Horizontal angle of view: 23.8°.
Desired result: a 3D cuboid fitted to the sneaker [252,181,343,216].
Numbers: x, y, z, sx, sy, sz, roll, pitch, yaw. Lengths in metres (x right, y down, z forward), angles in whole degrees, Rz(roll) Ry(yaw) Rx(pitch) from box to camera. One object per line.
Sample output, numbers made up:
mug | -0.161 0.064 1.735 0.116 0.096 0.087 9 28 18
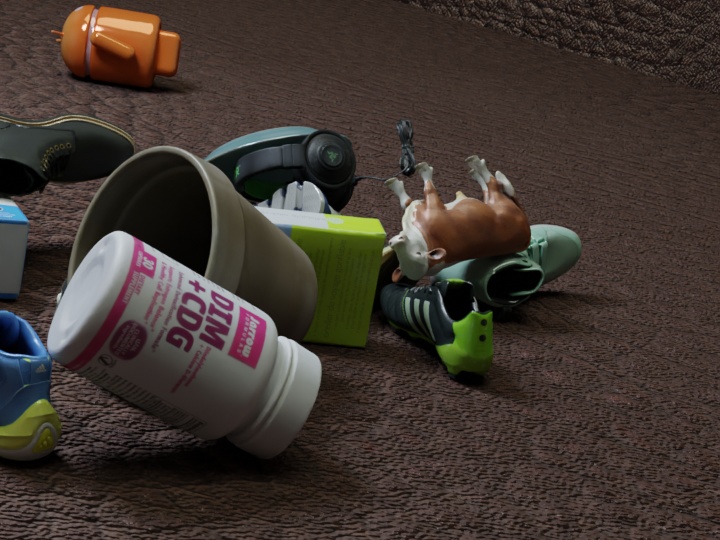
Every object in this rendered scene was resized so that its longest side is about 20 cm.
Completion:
sneaker | -0.088 -0.032 1.846 0.198 0.082 0.115 -7 -25 37

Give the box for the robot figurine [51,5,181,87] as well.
robot figurine | -0.381 -0.351 2.664 0.197 0.117 0.145 8 41 -4

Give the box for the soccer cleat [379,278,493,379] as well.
soccer cleat | 0.080 0.040 1.704 0.067 0.082 0.200 1 19 -26

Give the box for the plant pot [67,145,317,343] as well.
plant pot | -0.137 0.009 1.531 0.173 0.202 0.199 20 5 -46

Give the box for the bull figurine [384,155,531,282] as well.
bull figurine | 0.094 -0.053 1.804 0.198 0.123 0.065 -7 -19 -38

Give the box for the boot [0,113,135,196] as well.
boot | -0.315 -0.106 1.754 0.198 0.078 0.138 0 23 -25

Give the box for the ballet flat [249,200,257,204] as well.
ballet flat | -0.078 -0.045 1.921 0.198 0.072 0.071 17 18 21

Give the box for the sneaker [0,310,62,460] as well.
sneaker | -0.304 0.069 1.352 0.199 0.106 0.075 22 21 34

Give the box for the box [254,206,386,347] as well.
box | -0.083 0.004 1.661 0.197 0.123 0.048 6 20 -12

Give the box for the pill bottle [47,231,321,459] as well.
pill bottle | -0.136 0.064 1.352 0.199 0.114 0.113 30 9 -22

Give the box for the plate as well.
plate | -0.107 -0.125 1.910 0.198 0.026 0.200 -14 -13 -3

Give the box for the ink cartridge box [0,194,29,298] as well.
ink cartridge box | -0.425 -0.045 1.694 0.144 0.085 0.200 3 17 -25

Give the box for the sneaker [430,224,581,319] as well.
sneaker | 0.189 0.003 1.893 0.199 0.075 0.118 -13 19 -30

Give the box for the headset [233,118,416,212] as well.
headset | -0.039 -0.118 1.847 0.197 0.095 0.124 -2 -16 -2

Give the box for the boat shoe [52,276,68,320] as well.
boat shoe | -0.253 0.029 1.619 0.067 0.072 0.200 -26 17 17

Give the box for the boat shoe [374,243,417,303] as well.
boat shoe | 0.000 0.000 1.805 0.064 0.074 0.199 25 22 28
